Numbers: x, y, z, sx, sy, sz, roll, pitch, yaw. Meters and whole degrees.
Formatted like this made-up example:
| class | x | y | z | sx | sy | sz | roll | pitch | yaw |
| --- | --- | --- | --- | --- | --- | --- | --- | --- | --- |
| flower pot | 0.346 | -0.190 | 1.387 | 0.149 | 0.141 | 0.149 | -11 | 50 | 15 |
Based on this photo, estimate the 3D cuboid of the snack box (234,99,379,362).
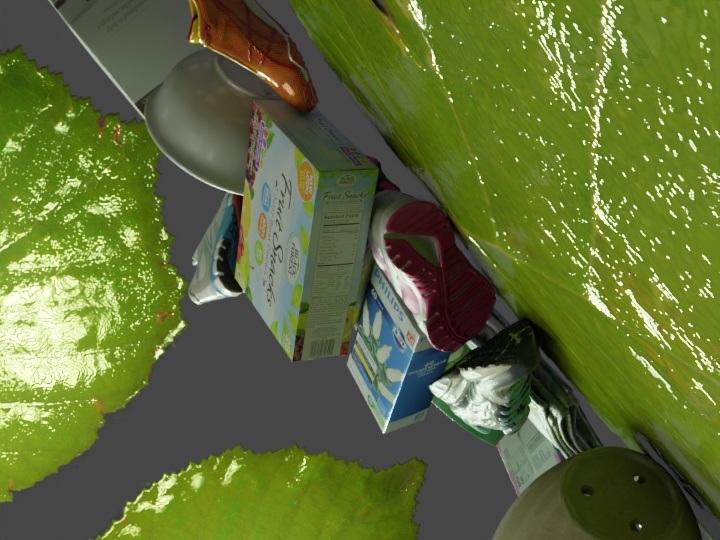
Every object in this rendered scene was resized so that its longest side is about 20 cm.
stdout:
| class | x | y | z | sx | sy | sz | roll | pitch | yaw |
| --- | --- | --- | --- | --- | --- | --- | --- | --- | --- |
| snack box | -0.058 | -0.042 | 1.120 | 0.169 | 0.067 | 0.201 | 50 | 139 | 50 |

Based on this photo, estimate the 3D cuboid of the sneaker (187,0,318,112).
| class | x | y | z | sx | sy | sz | roll | pitch | yaw |
| --- | --- | --- | --- | --- | --- | --- | --- | --- | --- |
| sneaker | -0.116 | -0.221 | 1.083 | 0.200 | 0.077 | 0.073 | 48 | 177 | -16 |

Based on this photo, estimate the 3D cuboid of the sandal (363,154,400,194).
| class | x | y | z | sx | sy | sz | roll | pitch | yaw |
| --- | --- | --- | --- | --- | --- | --- | --- | --- | --- |
| sandal | 0.013 | -0.092 | 1.201 | 0.075 | 0.045 | 0.200 | 56 | -168 | 0 |

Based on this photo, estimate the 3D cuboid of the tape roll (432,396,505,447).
| class | x | y | z | sx | sy | sz | roll | pitch | yaw |
| --- | --- | --- | --- | --- | --- | --- | --- | --- | --- |
| tape roll | 0.141 | 0.145 | 1.495 | 0.200 | 0.048 | 0.201 | 36 | -165 | -11 |

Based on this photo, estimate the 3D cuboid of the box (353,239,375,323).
| class | x | y | z | sx | sy | sz | roll | pitch | yaw |
| --- | --- | --- | --- | --- | --- | --- | --- | --- | --- |
| box | 0.000 | 0.000 | 1.287 | 0.048 | 0.118 | 0.200 | 27 | -166 | 11 |

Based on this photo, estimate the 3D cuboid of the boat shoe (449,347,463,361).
| class | x | y | z | sx | sy | sz | roll | pitch | yaw |
| --- | --- | --- | --- | --- | --- | --- | --- | --- | --- |
| boat shoe | 0.071 | 0.017 | 1.356 | 0.201 | 0.071 | 0.068 | -113 | 5 | -47 |

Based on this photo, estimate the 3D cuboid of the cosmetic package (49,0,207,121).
| class | x | y | z | sx | sy | sz | roll | pitch | yaw |
| --- | --- | --- | --- | --- | --- | --- | --- | --- | --- |
| cosmetic package | -0.275 | -0.323 | 1.455 | 0.165 | 0.165 | 0.200 | 52 | 176 | -37 |

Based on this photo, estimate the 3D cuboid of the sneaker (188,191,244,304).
| class | x | y | z | sx | sy | sz | roll | pitch | yaw |
| --- | --- | --- | --- | --- | --- | --- | --- | --- | --- |
| sneaker | -0.164 | -0.038 | 1.401 | 0.075 | 0.086 | 0.201 | 46 | -143 | -25 |

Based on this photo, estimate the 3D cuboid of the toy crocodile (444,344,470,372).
| class | x | y | z | sx | sy | sz | roll | pitch | yaw |
| --- | --- | --- | --- | --- | --- | --- | --- | --- | --- |
| toy crocodile | 0.105 | 0.085 | 1.402 | 0.067 | 0.062 | 0.200 | 31 | -158 | -18 |

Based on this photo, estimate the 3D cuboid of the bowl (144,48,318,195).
| class | x | y | z | sx | sy | sz | roll | pitch | yaw |
| --- | --- | --- | --- | --- | --- | --- | --- | --- | --- |
| bowl | -0.121 | -0.177 | 1.222 | 0.200 | 0.091 | 0.202 | 17 | -141 | -14 |

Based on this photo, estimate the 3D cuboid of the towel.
| class | x | y | z | sx | sy | sz | roll | pitch | yaw |
| --- | --- | --- | --- | --- | --- | --- | --- | --- | --- |
| towel | 0.175 | 0.119 | 1.243 | 0.200 | 0.048 | 0.171 | 49 | 177 | 39 |

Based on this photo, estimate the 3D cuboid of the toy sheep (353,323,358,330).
| class | x | y | z | sx | sy | sz | roll | pitch | yaw |
| --- | --- | --- | --- | --- | --- | --- | --- | --- | --- |
| toy sheep | 0.026 | 0.023 | 1.602 | 0.200 | 0.138 | 0.138 | 41 | 173 | 40 |

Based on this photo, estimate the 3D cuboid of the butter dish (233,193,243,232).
| class | x | y | z | sx | sy | sz | roll | pitch | yaw |
| --- | --- | --- | --- | --- | --- | --- | --- | --- | --- |
| butter dish | -0.044 | -0.070 | 1.381 | 0.199 | 0.147 | 0.201 | 18 | -126 | -50 |

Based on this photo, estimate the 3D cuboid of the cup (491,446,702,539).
| class | x | y | z | sx | sy | sz | roll | pitch | yaw |
| --- | --- | --- | --- | --- | --- | --- | --- | --- | --- |
| cup | 0.210 | 0.235 | 0.992 | 0.200 | 0.199 | 0.144 | 48 | 150 | 37 |

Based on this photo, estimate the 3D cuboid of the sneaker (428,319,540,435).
| class | x | y | z | sx | sy | sz | roll | pitch | yaw |
| --- | --- | --- | --- | --- | --- | --- | --- | --- | --- |
| sneaker | 0.139 | 0.110 | 1.111 | 0.086 | 0.077 | 0.200 | 50 | 162 | 3 |

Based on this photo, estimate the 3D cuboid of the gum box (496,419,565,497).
| class | x | y | z | sx | sy | sz | roll | pitch | yaw |
| --- | --- | --- | --- | --- | --- | --- | --- | --- | --- |
| gum box | 0.232 | 0.245 | 1.324 | 0.113 | 0.066 | 0.200 | 40 | -172 | -9 |

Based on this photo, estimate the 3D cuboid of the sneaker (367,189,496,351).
| class | x | y | z | sx | sy | sz | roll | pitch | yaw |
| --- | --- | --- | --- | --- | --- | --- | --- | --- | --- |
| sneaker | 0.064 | -0.007 | 1.107 | 0.088 | 0.081 | 0.201 | 49 | 170 | 51 |

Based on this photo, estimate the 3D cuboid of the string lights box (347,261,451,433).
| class | x | y | z | sx | sy | sz | roll | pitch | yaw |
| --- | --- | --- | --- | --- | --- | --- | --- | --- | --- |
| string lights box | 0.046 | 0.080 | 1.272 | 0.103 | 0.059 | 0.201 | 60 | 154 | 30 |
